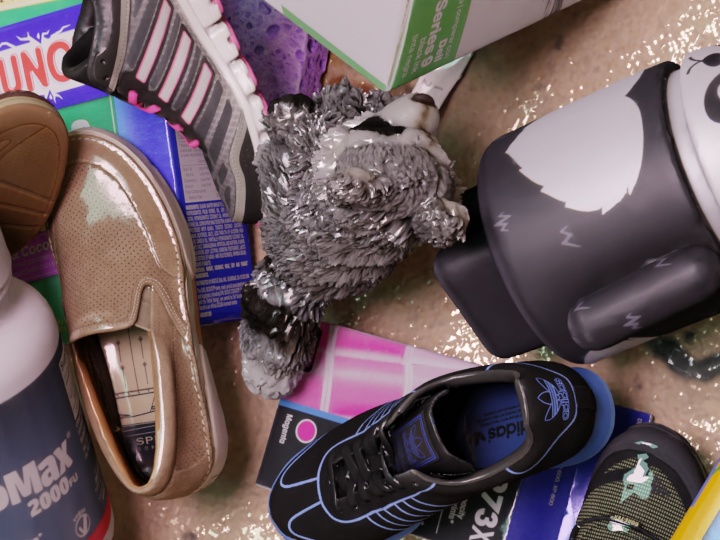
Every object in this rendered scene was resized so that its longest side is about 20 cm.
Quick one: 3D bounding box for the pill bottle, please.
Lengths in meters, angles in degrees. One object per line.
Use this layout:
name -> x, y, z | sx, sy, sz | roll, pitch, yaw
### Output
pill bottle -> -0.205, 0.069, 1.285 | 0.119, 0.120, 0.201 | 8, 128, 29

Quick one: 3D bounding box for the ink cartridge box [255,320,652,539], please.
ink cartridge box -> 0.045, 0.093, 1.293 | 0.199, 0.037, 0.095 | 15, 87, 28

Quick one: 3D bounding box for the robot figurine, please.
robot figurine -> 0.135, -0.031, 1.216 | 0.199, 0.125, 0.151 | -23, 69, 23

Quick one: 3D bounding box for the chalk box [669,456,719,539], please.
chalk box -> 0.211, 0.154, 1.137 | 0.124, 0.125, 0.200 | 34, 95, 29

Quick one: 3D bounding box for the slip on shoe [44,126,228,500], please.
slip on shoe -> -0.126, 0.023, 1.302 | 0.076, 0.061, 0.201 | -14, 89, 25

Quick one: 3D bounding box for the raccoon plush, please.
raccoon plush -> 0.000, 0.000, 1.232 | 0.134, 0.096, 0.201 | -112, 25, -62

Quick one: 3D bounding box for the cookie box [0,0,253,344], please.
cookie box -> -0.158, -0.061, 1.386 | 0.171, 0.075, 0.201 | -8, 90, 26

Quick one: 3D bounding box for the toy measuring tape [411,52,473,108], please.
toy measuring tape -> 0.007, -0.071, 1.326 | 0.073, 0.074, 0.201 | 30, 95, 30

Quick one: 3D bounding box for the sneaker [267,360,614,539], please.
sneaker -> 0.024, 0.089, 1.236 | 0.200, 0.078, 0.070 | -25, 71, 28

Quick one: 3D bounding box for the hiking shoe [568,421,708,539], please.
hiking shoe -> 0.120, 0.170, 1.193 | 0.075, 0.101, 0.201 | 12, 87, 20

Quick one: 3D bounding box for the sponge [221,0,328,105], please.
sponge -> -0.062, -0.182, 1.410 | 0.111, 0.030, 0.201 | 5, 82, 30

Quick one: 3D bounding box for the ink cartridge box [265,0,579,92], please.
ink cartridge box -> 0.042, -0.188, 1.257 | 0.146, 0.200, 0.084 | 39, 137, 29

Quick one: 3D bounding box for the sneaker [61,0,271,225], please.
sneaker -> -0.105, -0.104, 1.280 | 0.087, 0.200, 0.074 | -26, 23, -4

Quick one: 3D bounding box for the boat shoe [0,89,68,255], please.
boat shoe -> -0.218, -0.032, 1.333 | 0.200, 0.072, 0.072 | -57, 36, 36
